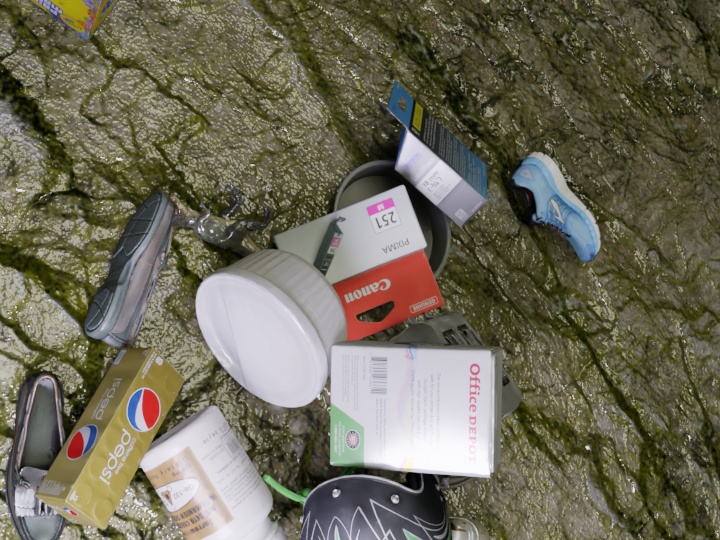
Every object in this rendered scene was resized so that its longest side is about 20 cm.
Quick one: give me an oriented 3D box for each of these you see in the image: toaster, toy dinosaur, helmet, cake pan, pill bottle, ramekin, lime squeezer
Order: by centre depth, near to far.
[{"bbox_3d":[0.019,0.330,1.056,0.202,0.198,0.190,64,21,2],"label":"helmet"},{"bbox_3d":[-0.171,0.277,1.064,0.114,0.114,0.202,-33,93,-30],"label":"pill bottle"},{"bbox_3d":[-0.106,0.065,1.114,0.203,0.202,0.094,51,49,-6],"label":"ramekin"},{"bbox_3d":[-0.054,0.284,1.144,0.198,0.038,0.072,-1,115,-50],"label":"lime squeezer"},{"bbox_3d":[0.116,0.156,1.177,0.201,0.118,0.180,52,17,12],"label":"toaster"},{"bbox_3d":[-0.168,-0.061,1.191,0.198,0.047,0.089,32,82,-10],"label":"toy dinosaur"},{"bbox_3d":[0.043,-0.062,1.308,0.197,0.037,0.204,7,73,-25],"label":"cake pan"}]

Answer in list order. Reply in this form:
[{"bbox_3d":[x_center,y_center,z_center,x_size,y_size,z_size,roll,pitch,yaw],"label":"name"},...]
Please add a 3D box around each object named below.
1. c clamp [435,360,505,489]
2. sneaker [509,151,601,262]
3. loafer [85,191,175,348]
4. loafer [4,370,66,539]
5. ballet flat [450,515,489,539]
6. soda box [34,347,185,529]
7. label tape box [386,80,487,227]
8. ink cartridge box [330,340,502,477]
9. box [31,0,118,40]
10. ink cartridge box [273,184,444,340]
[{"bbox_3d":[0.147,0.220,1.292,0.168,0.027,0.204,11,71,-24],"label":"c clamp"},{"bbox_3d":[0.315,-0.092,1.448,0.090,0.078,0.201,-38,92,-10],"label":"sneaker"},{"bbox_3d":[-0.279,0.000,1.112,0.063,0.071,0.203,36,68,-38],"label":"loafer"},{"bbox_3d":[-0.369,0.216,1.008,0.071,0.063,0.204,0,76,-25],"label":"loafer"},{"bbox_3d":[0.106,0.368,1.211,0.197,0.062,0.069,12,71,-24],"label":"ballet flat"},{"bbox_3d":[-0.286,0.190,1.019,0.068,0.063,0.202,52,49,-37],"label":"soda box"},{"bbox_3d":[0.099,-0.176,1.314,0.199,0.063,0.145,40,25,-13],"label":"label tape box"},{"bbox_3d":[0.069,0.161,1.055,0.197,0.087,0.148,0,89,19],"label":"ink cartridge box"},{"bbox_3d":[-0.381,-0.454,1.148,0.199,0.122,0.194,35,64,-14],"label":"box"},{"bbox_3d":[0.000,0.000,1.221,0.197,0.044,0.176,-21,85,-3],"label":"ink cartridge box"}]
